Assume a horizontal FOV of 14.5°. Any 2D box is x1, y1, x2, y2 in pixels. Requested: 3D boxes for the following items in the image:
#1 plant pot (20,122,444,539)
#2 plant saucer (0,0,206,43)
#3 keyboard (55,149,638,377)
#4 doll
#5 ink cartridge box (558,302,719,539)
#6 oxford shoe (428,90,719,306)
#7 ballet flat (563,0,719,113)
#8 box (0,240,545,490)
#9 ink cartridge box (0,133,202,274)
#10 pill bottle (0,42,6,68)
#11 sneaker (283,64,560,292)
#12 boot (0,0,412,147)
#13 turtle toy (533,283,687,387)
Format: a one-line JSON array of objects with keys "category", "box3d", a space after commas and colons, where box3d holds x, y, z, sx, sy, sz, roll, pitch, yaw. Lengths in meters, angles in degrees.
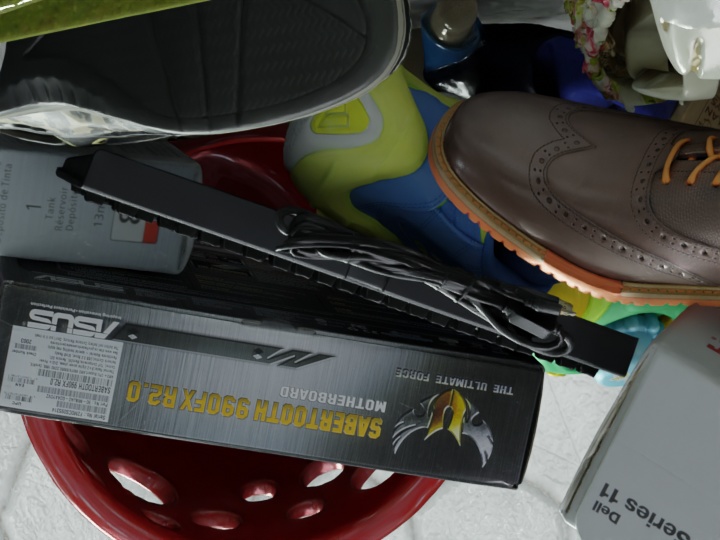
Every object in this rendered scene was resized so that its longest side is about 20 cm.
[{"category": "plant pot", "box3d": [-0.059, 0.014, 1.227, 0.200, 0.201, 0.182, -1, -168, -13]}, {"category": "plant saucer", "box3d": [-0.003, -0.093, 0.611, 0.200, 0.048, 0.200, -15, -176, -32]}, {"category": "keyboard", "box3d": [0.000, 0.000, 0.944, 0.200, 0.021, 0.127, 18, 176, -15]}, {"category": "doll", "box3d": [0.077, -0.070, 1.100, 0.136, 0.049, 0.200, 29, 172, -39]}, {"category": "ink cartridge box", "box3d": [0.180, 0.058, 0.996, 0.146, 0.083, 0.200, 32, -149, 14]}, {"category": "oxford shoe", "box3d": [0.120, -0.027, 0.920, 0.199, 0.071, 0.073, 17, 145, 6]}, {"category": "ballet flat", "box3d": [0.110, -0.088, 0.893, 0.075, 0.064, 0.200, -3, 176, -4]}, {"category": "box", "box3d": [-0.047, 0.024, 1.057, 0.199, 0.048, 0.158, 10, -170, -13]}, {"category": "ink cartridge box", "box3d": [-0.177, -0.046, 1.034, 0.199, 0.050, 0.162, 2, -164, -26]}, {"category": "pill bottle", "box3d": [-0.185, -0.059, 0.789, 0.111, 0.111, 0.200, 1, 176, -44]}, {"category": "sneaker", "box3d": [0.040, -0.017, 1.040, 0.105, 0.076, 0.200, 32, -176, 17]}, {"category": "boot", "box3d": [-0.054, -0.078, 0.932, 0.203, 0.074, 0.154, -3, -179, 26]}, {"category": "turtle toy", "box3d": [0.122, -0.027, 1.241, 0.101, 0.200, 0.146, 42, 178, -18]}]
